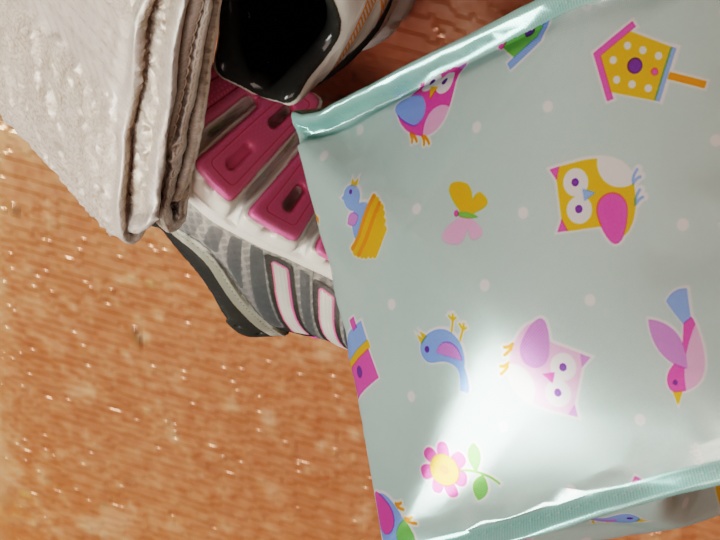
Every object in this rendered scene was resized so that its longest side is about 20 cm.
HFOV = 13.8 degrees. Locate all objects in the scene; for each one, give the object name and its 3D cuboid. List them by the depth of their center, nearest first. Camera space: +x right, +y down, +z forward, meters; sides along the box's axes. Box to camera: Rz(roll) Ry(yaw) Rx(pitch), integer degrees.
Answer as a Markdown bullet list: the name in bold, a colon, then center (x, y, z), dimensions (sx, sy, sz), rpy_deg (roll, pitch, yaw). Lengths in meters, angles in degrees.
- **lunch bag**: center (0.093, -0.005, 0.956), dimensions (0.199, 0.122, 0.171), rpy_deg (-21, 78, 38)
- **sneaker**: center (-0.005, -0.139, 0.972), dimensions (0.073, 0.080, 0.201), rpy_deg (20, 129, 14)
- **towel**: center (-0.117, -0.111, 1.021), dimensions (0.200, 0.034, 0.133), rpy_deg (44, 139, 33)
- **sneaker**: center (0.000, 0.000, 1.081), dimensions (0.199, 0.074, 0.087), rpy_deg (35, 155, -17)
